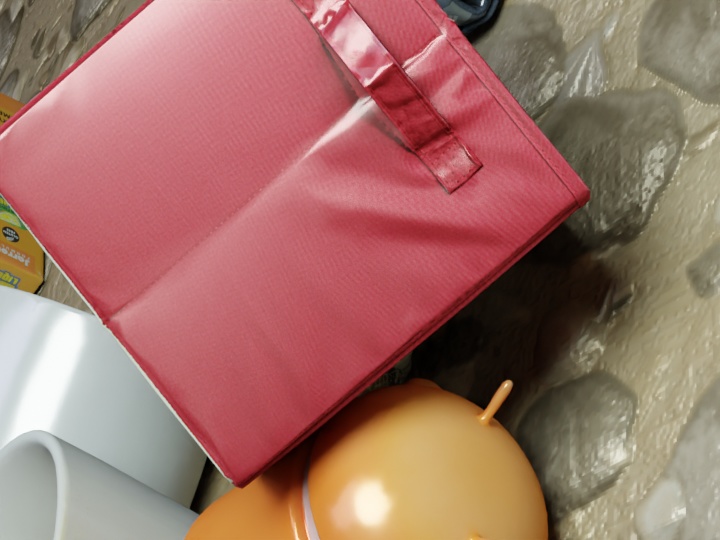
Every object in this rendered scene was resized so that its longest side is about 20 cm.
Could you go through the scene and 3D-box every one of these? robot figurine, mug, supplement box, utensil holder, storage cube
[{"bbox_3d":[-0.001,0.124,0.811,0.200,0.143,0.117,-40,78,40],"label":"robot figurine"},{"bbox_3d":[-0.118,0.189,0.925,0.149,0.152,0.188,-8,62,58],"label":"mug"},{"bbox_3d":[-0.285,-0.051,1.495,0.069,0.066,0.201,-44,35,30],"label":"supplement box"},{"bbox_3d":[-0.178,0.128,1.064,0.170,0.169,0.201,2,69,60],"label":"utensil holder"},{"bbox_3d":[-0.032,-0.037,0.812,0.179,0.171,0.200,-40,1,1],"label":"storage cube"}]

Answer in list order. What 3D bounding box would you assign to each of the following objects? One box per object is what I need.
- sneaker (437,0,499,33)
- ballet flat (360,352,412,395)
[{"bbox_3d":[0.026,-0.143,1.016,0.201,0.073,0.081,-57,32,21],"label":"sneaker"},{"bbox_3d":[0.000,0.000,0.966,0.075,0.068,0.201,-34,37,21],"label":"ballet flat"}]
